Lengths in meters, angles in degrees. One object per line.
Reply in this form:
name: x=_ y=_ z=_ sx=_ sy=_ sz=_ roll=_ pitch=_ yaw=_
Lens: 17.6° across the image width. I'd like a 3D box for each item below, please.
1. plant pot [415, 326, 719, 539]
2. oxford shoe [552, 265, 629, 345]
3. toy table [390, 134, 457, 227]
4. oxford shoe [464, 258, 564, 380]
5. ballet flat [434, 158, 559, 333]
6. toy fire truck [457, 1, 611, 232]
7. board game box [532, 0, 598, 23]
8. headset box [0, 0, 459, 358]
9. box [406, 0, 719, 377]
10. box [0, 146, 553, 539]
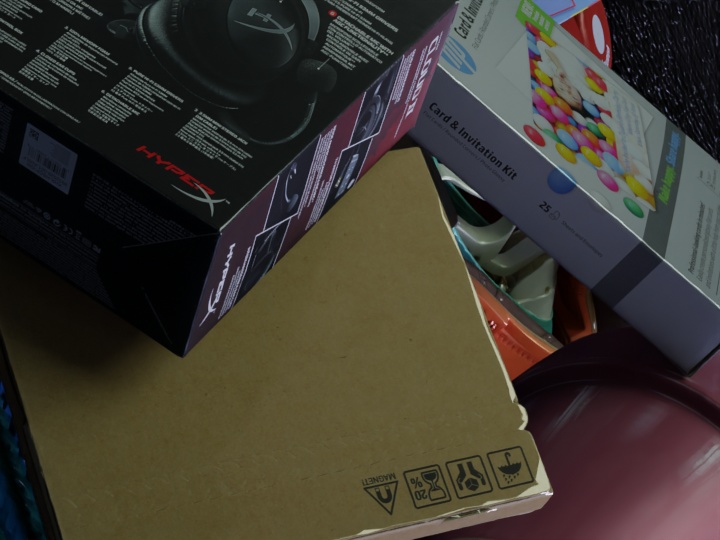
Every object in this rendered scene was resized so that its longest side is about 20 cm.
plant pot: x=0.105 y=0.147 z=1.068 sx=0.179 sy=0.200 sz=0.200 roll=-30 pitch=90 yaw=-52
oxford shoe: x=0.146 y=-0.013 z=1.360 sx=0.200 sy=0.072 sz=0.071 roll=87 pitch=-16 yaw=-49
toy table: x=-0.041 y=-0.083 z=1.102 sx=0.200 sy=0.117 sz=0.184 roll=62 pitch=22 yaw=1
oxford shoe: x=0.079 y=0.045 z=1.272 sx=0.200 sy=0.071 sz=0.073 roll=48 pitch=17 yaw=-34
ballet flat: x=0.072 y=-0.008 z=1.317 sx=0.200 sy=0.070 sz=0.067 roll=39 pitch=30 yaw=-43
toy fire truck: x=0.097 y=-0.079 z=1.431 sx=0.200 sy=0.112 sz=0.168 roll=-47 pitch=125 yaw=-66
board game box: x=0.041 y=-0.169 z=1.269 sx=0.105 sy=0.200 sz=0.103 roll=53 pitch=23 yaw=-20
headset box: x=-0.067 y=-0.081 z=0.919 sx=0.149 sy=0.077 sz=0.200 roll=32 pitch=45 yaw=11
box: x=0.099 y=-0.058 z=1.097 sx=0.200 sy=0.041 sz=0.156 roll=39 pitch=26 yaw=-7
box: x=-0.040 y=0.037 z=0.913 sx=0.200 sy=0.021 sz=0.164 roll=-10 pitch=66 yaw=-23
